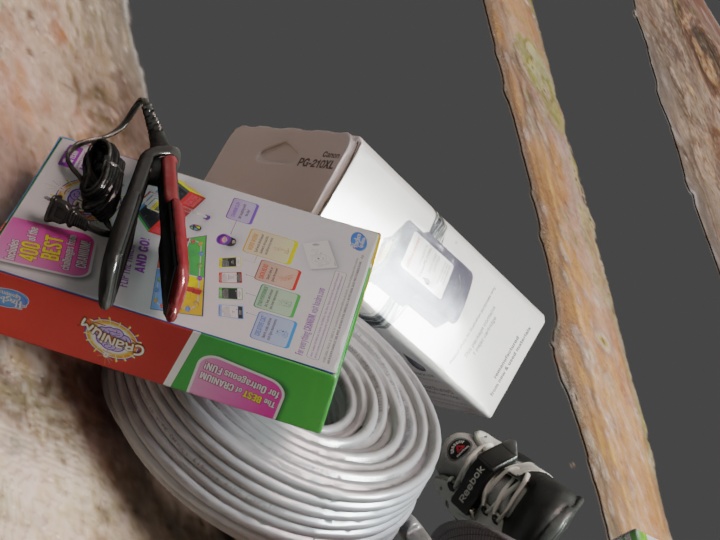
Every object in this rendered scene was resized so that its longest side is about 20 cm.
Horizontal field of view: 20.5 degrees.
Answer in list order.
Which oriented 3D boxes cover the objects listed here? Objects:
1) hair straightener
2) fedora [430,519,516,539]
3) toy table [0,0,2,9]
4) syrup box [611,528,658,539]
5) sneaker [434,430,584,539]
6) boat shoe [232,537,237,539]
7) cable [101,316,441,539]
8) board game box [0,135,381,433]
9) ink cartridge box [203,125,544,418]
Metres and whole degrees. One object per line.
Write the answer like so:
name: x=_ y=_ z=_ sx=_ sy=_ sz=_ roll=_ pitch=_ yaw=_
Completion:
hair straightener: x=-0.132 y=-0.043 z=1.083 sx=0.076 sy=0.041 sz=0.201 roll=9 pitch=33 yaw=-11
fedora: x=0.110 y=0.256 z=1.276 sx=0.199 sy=0.177 sz=0.091 roll=35 pitch=64 yaw=-3
toy table: x=-0.237 y=-0.201 z=1.107 sx=0.200 sy=0.117 sz=0.185 roll=36 pitch=35 yaw=-41
syrup box: x=0.217 y=0.303 z=1.470 sx=0.079 sy=0.081 sz=0.201 roll=29 pitch=38 yaw=-46
sneaker: x=0.089 y=0.152 z=1.353 sx=0.088 sy=0.074 sz=0.200 roll=43 pitch=-8 yaw=-6
boat shoe: x=-0.010 y=0.186 z=1.187 sx=0.201 sy=0.063 sz=0.073 roll=57 pitch=26 yaw=-4
cable: x=-0.049 y=0.079 z=1.154 sx=0.199 sy=0.069 sz=0.201 roll=9 pitch=39 yaw=-40
board game box: x=-0.098 y=0.003 z=1.106 sx=0.198 sy=0.041 sz=0.153 roll=17 pitch=32 yaw=1
ink cartridge box: x=0.000 y=0.000 z=1.293 sx=0.200 sy=0.144 sz=0.085 roll=42 pitch=70 yaw=-33
